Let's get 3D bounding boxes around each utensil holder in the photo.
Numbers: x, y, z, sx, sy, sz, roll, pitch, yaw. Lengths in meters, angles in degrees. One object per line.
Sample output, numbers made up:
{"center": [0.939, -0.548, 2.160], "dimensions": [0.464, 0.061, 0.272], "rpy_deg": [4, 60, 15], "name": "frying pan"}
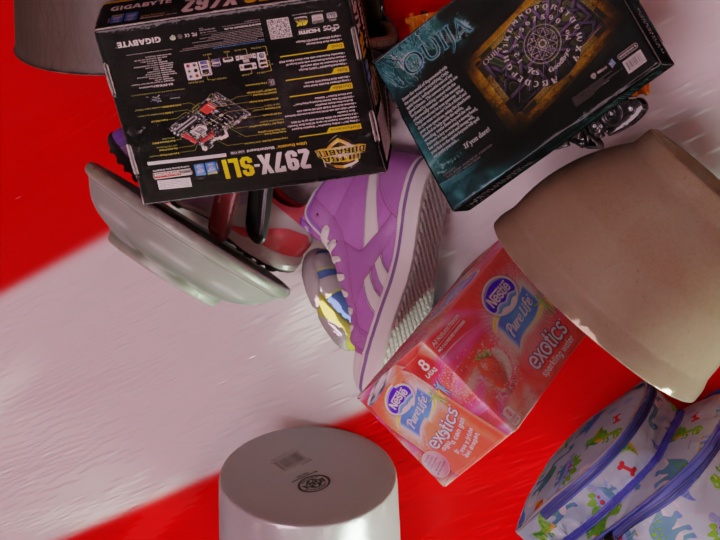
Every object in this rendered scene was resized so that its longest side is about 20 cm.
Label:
{"center": [-0.044, 0.264, 1.904], "dimensions": [0.170, 0.170, 0.200], "rpy_deg": [13, 122, 22], "name": "utensil holder"}

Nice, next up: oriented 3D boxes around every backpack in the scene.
{"center": [0.230, 0.179, 1.690], "dimensions": [0.147, 0.183, 0.200], "rpy_deg": [48, 124, -6], "name": "backpack"}

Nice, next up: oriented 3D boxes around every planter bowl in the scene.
{"center": [0.217, -0.019, 1.590], "dimensions": [0.200, 0.200, 0.135], "rpy_deg": [41, 102, 1], "name": "planter bowl"}

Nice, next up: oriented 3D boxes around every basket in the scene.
{"center": [-0.211, -0.272, 1.698], "dimensions": [0.180, 0.136, 0.200], "rpy_deg": [11, 119, 34], "name": "basket"}

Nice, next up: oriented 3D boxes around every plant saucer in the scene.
{"center": [-0.153, -0.018, 1.782], "dimensions": [0.200, 0.200, 0.050], "rpy_deg": [32, 91, 8], "name": "plant saucer"}

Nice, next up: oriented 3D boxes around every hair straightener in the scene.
{"center": [-0.068, -0.117, 1.746], "dimensions": [0.041, 0.077, 0.200], "rpy_deg": [28, 109, 59], "name": "hair straightener"}

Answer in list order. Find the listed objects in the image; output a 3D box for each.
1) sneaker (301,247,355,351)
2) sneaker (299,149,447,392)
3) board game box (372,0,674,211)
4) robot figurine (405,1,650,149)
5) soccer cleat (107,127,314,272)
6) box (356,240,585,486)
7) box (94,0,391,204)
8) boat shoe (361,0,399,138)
{"center": [0.041, 0.047, 1.798], "dimensions": [0.105, 0.076, 0.200], "rpy_deg": [-32, 102, 22], "name": "sneaker"}
{"center": [0.000, 0.000, 1.745], "dimensions": [0.114, 0.073, 0.201], "rpy_deg": [10, 86, 24], "name": "sneaker"}
{"center": [0.115, -0.152, 1.564], "dimensions": [0.200, 0.028, 0.135], "rpy_deg": [-35, 75, 29], "name": "board game box"}
{"center": [0.132, -0.159, 1.605], "dimensions": [0.200, 0.058, 0.145], "rpy_deg": [-5, 93, 32], "name": "robot figurine"}
{"center": [-0.122, -0.077, 1.815], "dimensions": [0.200, 0.068, 0.073], "rpy_deg": [34, 107, 11], "name": "soccer cleat"}
{"center": [0.099, 0.061, 1.678], "dimensions": [0.103, 0.200, 0.095], "rpy_deg": [45, 131, -1], "name": "box"}
{"center": [-0.089, -0.140, 1.642], "dimensions": [0.200, 0.049, 0.160], "rpy_deg": [-8, 124, 9], "name": "box"}
{"center": [-0.003, -0.179, 1.674], "dimensions": [0.065, 0.072, 0.200], "rpy_deg": [1, 115, 30], "name": "boat shoe"}
